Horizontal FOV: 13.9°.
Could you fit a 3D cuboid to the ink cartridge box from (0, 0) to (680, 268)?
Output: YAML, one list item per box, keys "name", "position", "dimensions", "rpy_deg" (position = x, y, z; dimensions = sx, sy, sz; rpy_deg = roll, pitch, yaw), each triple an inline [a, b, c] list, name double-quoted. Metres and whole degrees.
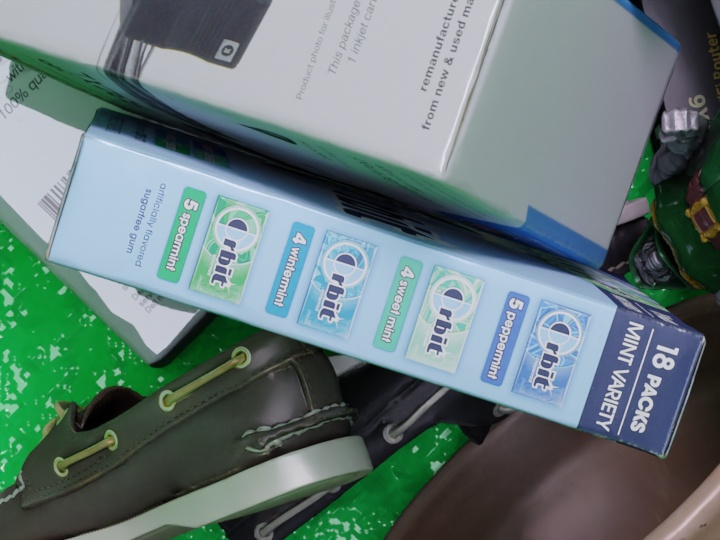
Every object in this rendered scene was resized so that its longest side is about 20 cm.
- name: "ink cartridge box"
  position: [-0.019, -0.078, 0.950]
  dimensions: [0.200, 0.145, 0.084]
  rpy_deg: [19, 89, 26]

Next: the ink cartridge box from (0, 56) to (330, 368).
- name: "ink cartridge box"
  position: [-0.097, -0.083, 1.098]
  dimensions: [0.200, 0.083, 0.147]
  rpy_deg: [45, 87, 1]

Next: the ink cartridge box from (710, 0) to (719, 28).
- name: "ink cartridge box"
  position: [0.202, -0.090, 1.019]
  dimensions: [0.144, 0.085, 0.200]
  rpy_deg: [-18, 89, -37]

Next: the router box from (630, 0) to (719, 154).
- name: "router box"
  position: [0.178, -0.115, 1.119]
  dimensions: [0.157, 0.052, 0.200]
  rpy_deg: [-12, 86, -2]

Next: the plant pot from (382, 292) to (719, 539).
- name: "plant pot"
  position: [0.122, 0.134, 1.047]
  dimensions: [0.200, 0.200, 0.175]
  rpy_deg: [-39, 105, -3]

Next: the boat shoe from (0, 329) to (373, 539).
- name: "boat shoe"
  position: [-0.079, 0.068, 1.053]
  dimensions: [0.072, 0.200, 0.060]
  rpy_deg: [-11, 82, -46]

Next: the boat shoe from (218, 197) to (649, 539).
- name: "boat shoe"
  position: [0.028, 0.039, 1.096]
  dimensions: [0.200, 0.074, 0.060]
  rpy_deg: [-29, 86, 0]

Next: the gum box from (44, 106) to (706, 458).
- name: "gum box"
  position: [0.000, 0.000, 0.972]
  dimensions: [0.200, 0.170, 0.045]
  rpy_deg: [17, 94, -6]

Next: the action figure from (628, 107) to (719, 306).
- name: "action figure"
  position: [0.131, -0.028, 0.962]
  dimensions: [0.055, 0.200, 0.118]
  rpy_deg: [-22, 80, -19]
